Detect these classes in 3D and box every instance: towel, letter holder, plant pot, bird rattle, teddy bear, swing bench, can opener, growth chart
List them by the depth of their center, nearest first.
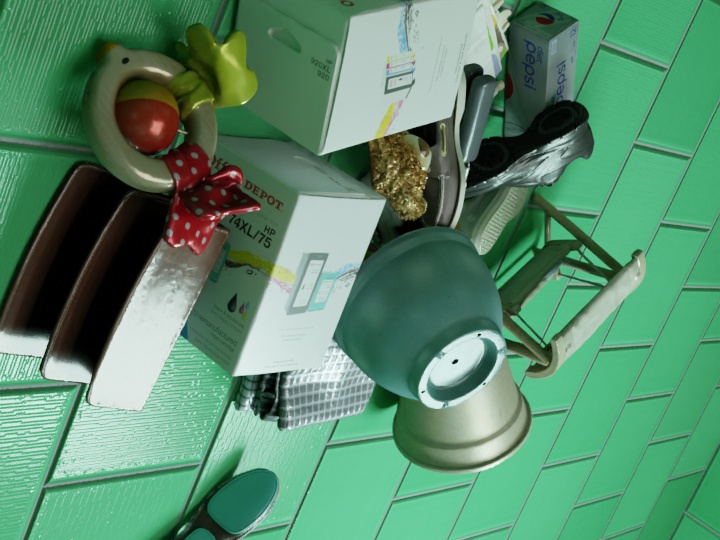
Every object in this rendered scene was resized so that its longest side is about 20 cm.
[{"bbox_3d":[-0.174,-0.121,1.168,0.162,0.112,0.202,15,74,-31],"label":"bird rattle"},{"bbox_3d":[-0.239,0.017,1.234,0.142,0.100,0.201,16,104,-55],"label":"letter holder"},{"bbox_3d":[0.040,-0.123,1.429,0.066,0.147,0.200,-9,171,0],"label":"teddy bear"},{"bbox_3d":[0.084,0.071,1.499,0.198,0.135,0.202,-20,138,-19],"label":"plant pot"},{"bbox_3d":[0.135,-0.258,1.588,0.145,0.018,0.201,-43,146,-23],"label":"growth chart"},{"bbox_3d":[-0.044,0.102,1.591,0.199,0.085,0.167,-6,121,-52],"label":"towel"},{"bbox_3d":[0.115,-0.154,1.592,0.066,0.053,0.201,-13,135,-36],"label":"can opener"},{"bbox_3d":[0.129,0.140,1.788,0.200,0.199,0.185,-35,131,-31],"label":"plant pot"},{"bbox_3d":[0.265,0.033,1.849,0.199,0.199,0.130,-40,145,-25],"label":"swing bench"}]

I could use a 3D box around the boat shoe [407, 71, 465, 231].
[{"bbox_3d":[0.081,-0.142,1.510,0.059,0.072,0.203,-1,95,-36],"label":"boat shoe"}]

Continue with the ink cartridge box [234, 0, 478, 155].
[{"bbox_3d":[-0.009,-0.225,1.294,0.199,0.147,0.146,-21,134,-43],"label":"ink cartridge box"}]

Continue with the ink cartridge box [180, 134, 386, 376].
[{"bbox_3d":[-0.098,-0.019,1.352,0.145,0.146,0.202,-1,118,-53],"label":"ink cartridge box"}]

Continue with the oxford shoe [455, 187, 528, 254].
[{"bbox_3d":[0.178,-0.093,1.762,0.200,0.057,0.076,-48,144,-43],"label":"oxford shoe"}]

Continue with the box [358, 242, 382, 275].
[{"bbox_3d":[0.000,0.000,1.531,0.199,0.076,0.050,20,119,-45],"label":"box"}]

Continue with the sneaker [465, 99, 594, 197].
[{"bbox_3d":[0.210,-0.135,1.673,0.198,0.076,0.091,-23,136,13],"label":"sneaker"}]

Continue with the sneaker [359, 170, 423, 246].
[{"bbox_3d":[0.056,-0.048,1.605,0.076,0.081,0.200,-55,150,-6],"label":"sneaker"}]

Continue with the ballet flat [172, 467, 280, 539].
[{"bbox_3d":[-0.182,0.322,1.626,0.200,0.072,0.072,-43,146,-23],"label":"ballet flat"}]

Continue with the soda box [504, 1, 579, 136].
[{"bbox_3d":[0.231,-0.238,1.690,0.063,0.068,0.201,-36,143,-30],"label":"soda box"}]
